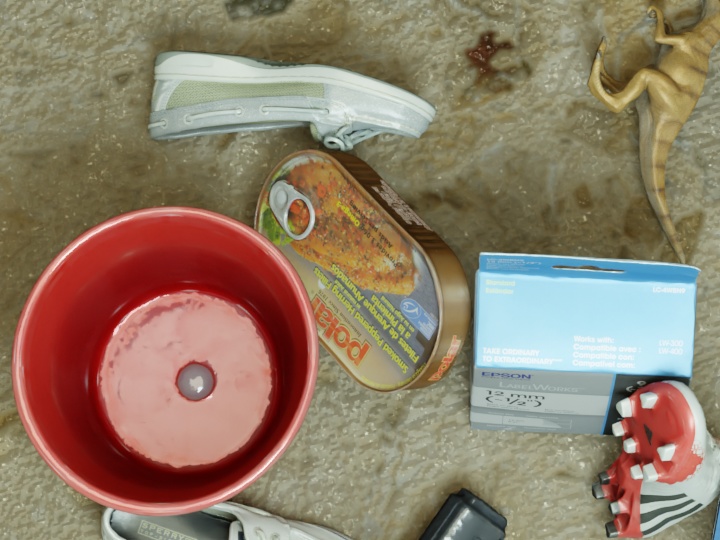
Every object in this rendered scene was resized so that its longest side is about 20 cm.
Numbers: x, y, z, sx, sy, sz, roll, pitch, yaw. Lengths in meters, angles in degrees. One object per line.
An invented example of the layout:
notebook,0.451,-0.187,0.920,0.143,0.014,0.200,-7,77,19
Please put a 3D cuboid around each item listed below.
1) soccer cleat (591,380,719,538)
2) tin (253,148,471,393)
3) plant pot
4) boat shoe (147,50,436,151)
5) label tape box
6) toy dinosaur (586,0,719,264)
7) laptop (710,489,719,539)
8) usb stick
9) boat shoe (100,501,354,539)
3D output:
soccer cleat,0.210,0.121,1.658,0.085,0.200,0.069,-13,64,-12
tin,0.000,0.000,1.703,0.200,0.042,0.112,47,119,35
plant pot,-0.121,0.067,1.678,0.200,0.177,0.201,0,82,2
boat shoe,-0.048,-0.111,1.755,0.202,0.074,0.065,8,89,7
label tape box,0.144,0.051,1.659,0.143,0.200,0.066,3,71,2
toy dinosaur,0.209,-0.117,1.753,0.106,0.060,0.200,18,84,2
laptop,0.323,0.251,1.640,0.187,0.116,0.200,8,38,-21
usb stick,0.029,0.241,1.718,0.055,0.033,0.200,38,83,-29
boat shoe,-0.081,0.192,1.716,0.200,0.066,0.072,20,83,4
